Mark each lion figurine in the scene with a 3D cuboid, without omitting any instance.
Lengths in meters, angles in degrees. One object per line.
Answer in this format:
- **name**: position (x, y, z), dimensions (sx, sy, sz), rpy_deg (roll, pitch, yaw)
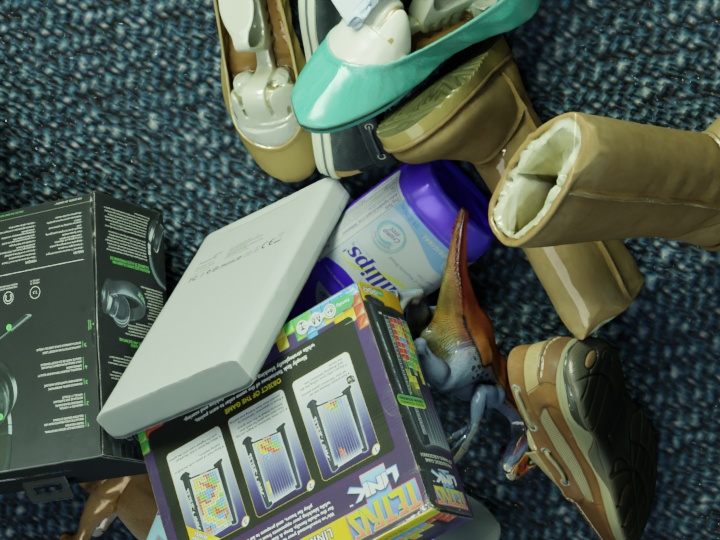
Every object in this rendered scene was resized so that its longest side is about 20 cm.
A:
- **lion figurine**: position (-0.155, 0.184, 1.622), dimensions (0.200, 0.072, 0.123), rpy_deg (39, 110, 16)

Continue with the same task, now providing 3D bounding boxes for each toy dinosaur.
- **toy dinosaur**: position (0.082, 0.076, 1.498), dimensions (0.181, 0.105, 0.200), rpy_deg (19, 129, -38)

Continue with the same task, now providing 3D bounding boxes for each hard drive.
- **hard drive**: position (-0.091, 0.024, 1.469), dimensions (0.132, 0.200, 0.027), rpy_deg (-24, 115, 35)

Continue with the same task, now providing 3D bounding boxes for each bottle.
- **bottle**: position (0.000, 0.000, 1.521), dimensions (0.200, 0.065, 0.084), rpy_deg (-36, 111, 25)

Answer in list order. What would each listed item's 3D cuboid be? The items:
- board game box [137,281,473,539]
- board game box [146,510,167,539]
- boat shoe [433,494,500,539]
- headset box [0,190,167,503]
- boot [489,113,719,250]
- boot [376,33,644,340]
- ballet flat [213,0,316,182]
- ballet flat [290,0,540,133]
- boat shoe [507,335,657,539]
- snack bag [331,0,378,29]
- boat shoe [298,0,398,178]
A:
- **board game box**: position (-0.041, 0.127, 1.418), dimensions (0.200, 0.057, 0.166), rpy_deg (-30, 64, 24)
- **board game box**: position (-0.074, 0.187, 1.523), dimensions (0.105, 0.103, 0.201), rpy_deg (21, 88, 38)
- **boat shoe**: position (0.007, 0.194, 1.604), dimensions (0.199, 0.074, 0.068), rpy_deg (9, 118, 14)
- **headset box**: position (-0.228, 0.063, 1.533), dimensions (0.174, 0.093, 0.201), rpy_deg (-12, 75, 27)
- **boot**: position (0.200, -0.079, 1.358), dimensions (0.066, 0.199, 0.175), rpy_deg (52, 125, 38)
- **boot**: position (0.106, -0.043, 1.417), dimensions (0.066, 0.175, 0.200), rpy_deg (-23, 103, 35)
- **ballet flat**: position (-0.073, -0.146, 1.479), dimensions (0.068, 0.063, 0.201), rpy_deg (-5, 112, 17)
- **ballet flat**: position (0.033, -0.161, 1.384), dimensions (0.067, 0.200, 0.071), rpy_deg (41, 151, 34)
- **boat shoe**: position (0.155, 0.116, 1.518), dimensions (0.074, 0.076, 0.200), rpy_deg (7, 137, 31)
- **snack bag**: position (0.006, -0.282, 1.357), dimensions (0.189, 0.021, 0.200), rpy_deg (-49, 57, 24)
- **boat shoe**: position (-0.005, -0.154, 1.454), dimensions (0.062, 0.075, 0.201), rpy_deg (2, 120, 12)
